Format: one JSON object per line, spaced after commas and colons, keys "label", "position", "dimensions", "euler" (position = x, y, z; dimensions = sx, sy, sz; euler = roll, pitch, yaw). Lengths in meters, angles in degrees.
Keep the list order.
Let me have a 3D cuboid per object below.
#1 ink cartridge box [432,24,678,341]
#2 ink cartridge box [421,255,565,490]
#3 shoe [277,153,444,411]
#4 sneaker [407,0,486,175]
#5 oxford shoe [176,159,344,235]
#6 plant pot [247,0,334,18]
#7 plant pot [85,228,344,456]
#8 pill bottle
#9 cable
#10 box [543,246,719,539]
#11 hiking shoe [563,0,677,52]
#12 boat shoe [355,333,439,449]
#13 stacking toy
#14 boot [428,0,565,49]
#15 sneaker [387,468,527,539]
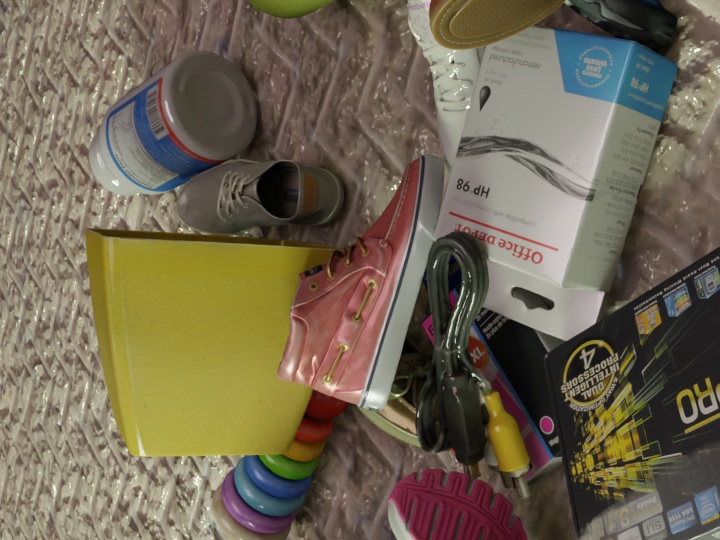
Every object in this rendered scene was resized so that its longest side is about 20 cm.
{"label": "ink cartridge box", "position": [0.125, -0.059, 0.684], "dimensions": [0.115, 0.066, 0.203], "euler": [22, 100, 40]}
{"label": "ink cartridge box", "position": [0.107, 0.056, 0.766], "dimensions": [0.095, 0.037, 0.201], "euler": [-50, 55, 38]}
{"label": "shoe", "position": [0.000, 0.000, 0.764], "dimensions": [0.071, 0.090, 0.203], "euler": [-164, 90, -88]}
{"label": "sneaker", "position": [0.068, -0.163, 0.744], "dimensions": [0.074, 0.099, 0.203], "euler": [3, 96, 46]}
{"label": "oxford shoe", "position": [-0.108, -0.072, 0.952], "dimensions": [0.198, 0.057, 0.076], "euler": [1, 87, 36]}
{"label": "plant pot", "position": [-0.035, -0.301, 0.814], "dimensions": [0.200, 0.185, 0.189], "euler": [-41, 62, 58]}
{"label": "plant pot", "position": [-0.137, 0.060, 0.870], "dimensions": [0.200, 0.197, 0.179], "euler": [-166, 80, -70]}
{"label": "pill bottle", "position": [-0.205, -0.145, 1.049], "dimensions": [0.199, 0.111, 0.114], "euler": [-16, 81, 48]}
{"label": "cable", "position": [0.075, 0.066, 0.722], "dimensions": [0.097, 0.050, 0.203], "euler": [10, 112, 54]}
{"label": "box", "position": [0.206, 0.080, 0.588], "dimensions": [0.199, 0.049, 0.163], "euler": [-37, 43, 37]}
{"label": "hiking shoe", "position": [0.150, -0.233, 0.666], "dimensions": [0.087, 0.074, 0.201], "euler": [-47, 66, 26]}
{"label": "boat shoe", "position": [0.023, 0.072, 0.836], "dimensions": [0.201, 0.072, 0.064], "euler": [47, 131, 45]}
{"label": "stacking toy", "position": [-0.067, 0.169, 0.944], "dimensions": [0.086, 0.085, 0.201], "euler": [50, 123, 34]}
{"label": "boot", "position": [0.091, -0.247, 0.632], "dimensions": [0.199, 0.074, 0.155], "euler": [-40, 60, 4]}
{"label": "sneaker", "position": [0.092, 0.227, 0.716], "dimensions": [0.200, 0.081, 0.088], "euler": [42, 139, -1]}
